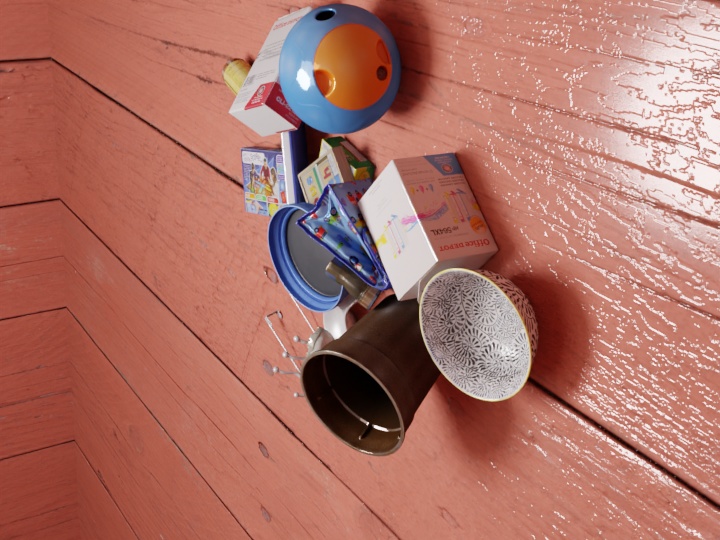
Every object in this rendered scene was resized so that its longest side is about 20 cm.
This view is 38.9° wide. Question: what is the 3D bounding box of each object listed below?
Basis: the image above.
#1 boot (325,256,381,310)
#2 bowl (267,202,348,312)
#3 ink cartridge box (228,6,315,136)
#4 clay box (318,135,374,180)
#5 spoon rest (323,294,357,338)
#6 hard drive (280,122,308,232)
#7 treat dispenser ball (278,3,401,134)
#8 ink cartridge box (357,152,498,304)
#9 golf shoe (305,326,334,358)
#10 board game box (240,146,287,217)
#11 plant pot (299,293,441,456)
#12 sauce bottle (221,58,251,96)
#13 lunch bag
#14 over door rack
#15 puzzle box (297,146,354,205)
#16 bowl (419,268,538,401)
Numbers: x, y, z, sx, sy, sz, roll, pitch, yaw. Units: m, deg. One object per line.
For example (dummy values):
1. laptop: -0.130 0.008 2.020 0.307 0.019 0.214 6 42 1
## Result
1. boot: 0.000 0.000 1.699 0.096 0.200 0.075 34 100 0
2. bowl: -0.087 -0.026 1.811 0.199 0.039 0.204 27 130 37
3. ink cartridge box: -0.131 -0.350 1.801 0.143 0.083 0.203 3 65 58
4. clay box: -0.039 -0.126 1.845 0.115 0.047 0.203 45 136 39
5. spoon rest: -0.026 0.080 1.878 0.100 0.060 0.201 62 144 23
6. hard drive: -0.118 -0.183 1.909 0.132 0.025 0.204 -54 -40 -76
7. treat dispenser ball: -0.032 -0.321 1.627 0.200 0.198 0.205 25 121 53
8. ink cartridge box: 0.107 -0.056 1.550 0.125 0.127 0.203 -48 60 49
9. golf shoe: -0.035 0.190 1.895 0.096 0.079 0.202 11 136 36
10. board game box: -0.182 -0.180 2.077 0.199 0.034 0.138 16 112 56
11. plant pot: 0.037 0.152 1.624 0.198 0.198 0.203 24 137 24
12. sauce bottle: -0.212 -0.355 2.046 0.201 0.065 0.067 51 139 37
13. lunch bag: 0.018 -0.042 1.638 0.201 0.150 0.094 49 115 12
14. over door rack: -0.140 0.142 2.080 0.203 0.066 0.148 65 146 22
15. puzzle box: -0.042 -0.101 1.794 0.133 0.025 0.203 -30 78 55
16. bowl: 0.188 0.077 1.473 0.199 0.094 0.204 23 125 36
